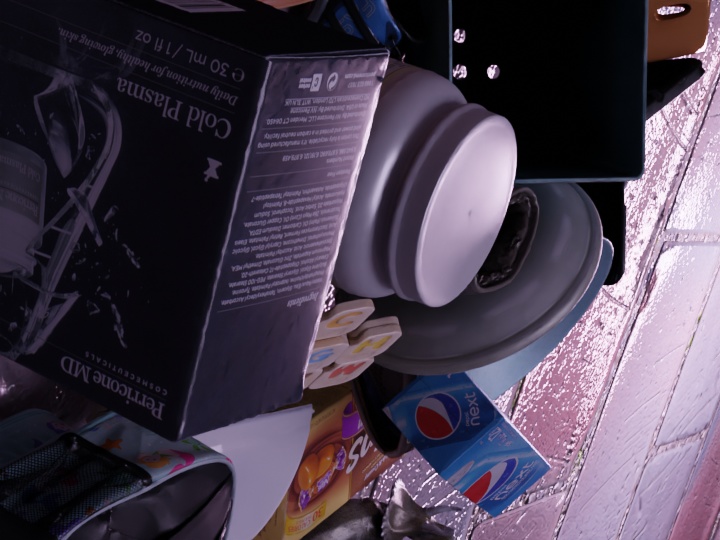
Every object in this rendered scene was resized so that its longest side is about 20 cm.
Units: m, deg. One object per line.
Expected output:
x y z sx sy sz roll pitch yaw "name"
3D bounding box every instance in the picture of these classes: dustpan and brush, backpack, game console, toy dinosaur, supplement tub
-0.116 0.185 1.266 0.139 0.057 0.200 -8 117 -42 "dustpan and brush"
-0.170 0.170 1.022 0.200 0.150 0.178 -24 137 -47 "backpack"
0.189 -0.084 1.451 0.176 0.200 0.117 -37 111 -26 "game console"
-0.025 0.221 1.441 0.200 0.077 0.102 -11 156 -20 "toy dinosaur"
-0.019 -0.069 1.070 0.145 0.200 0.145 -45 147 -40 "supplement tub"

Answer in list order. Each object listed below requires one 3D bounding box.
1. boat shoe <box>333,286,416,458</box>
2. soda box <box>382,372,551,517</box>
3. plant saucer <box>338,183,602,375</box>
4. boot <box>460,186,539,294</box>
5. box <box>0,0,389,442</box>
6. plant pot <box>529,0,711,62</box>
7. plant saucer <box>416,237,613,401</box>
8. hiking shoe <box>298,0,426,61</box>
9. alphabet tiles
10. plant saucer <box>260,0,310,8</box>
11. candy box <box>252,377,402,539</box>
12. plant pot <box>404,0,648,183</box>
0.015 0.046 1.336 0.060 0.072 0.200 -36 117 -55 "boat shoe"
0.083 0.127 1.292 0.064 0.068 0.200 -42 157 1 "soda box"
0.069 -0.016 1.222 0.200 0.200 0.050 -55 136 -26 "plant saucer"
-0.001 -0.001 1.161 0.182 0.200 0.073 -55 142 -31 "boot"
-0.116 -0.048 0.890 0.124 0.200 0.197 -16 124 -58 "box"
0.214 -0.249 1.394 0.200 0.140 0.200 3 90 -80 "plant pot"
0.106 0.037 1.312 0.201 0.039 0.201 -35 156 -19 "plant saucer"
-0.002 -0.152 1.173 0.074 0.087 0.200 -30 136 -52 "hiking shoe"
-0.074 0.069 1.123 0.200 0.015 0.196 -10 161 -28 "alphabet tiles"
-0.050 -0.225 0.953 0.200 0.200 0.038 69 5 -57 "plant saucer"
-0.025 0.132 1.404 0.200 0.056 0.117 -29 133 -53 "candy box"
0.101 -0.140 1.243 0.200 0.141 0.142 -155 -116 -74 "plant pot"
